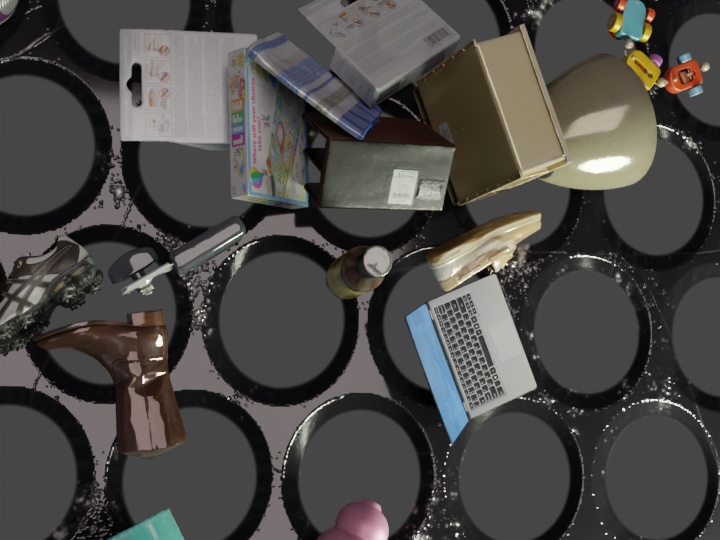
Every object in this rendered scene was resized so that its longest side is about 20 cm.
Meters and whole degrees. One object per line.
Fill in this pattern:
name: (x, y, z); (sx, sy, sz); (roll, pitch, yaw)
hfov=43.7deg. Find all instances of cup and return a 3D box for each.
cup: (0.316, -0.204, 1.332); (0.141, 0.200, 0.204); (-19, 89, -20)

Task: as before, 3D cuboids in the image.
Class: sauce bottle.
sauce bottle: (0.000, 0.000, 1.238); (0.063, 0.200, 0.066); (2, 82, -15)

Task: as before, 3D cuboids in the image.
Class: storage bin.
storage bin: (0.182, -0.215, 1.309); (0.092, 0.198, 0.204); (-20, 90, -27)

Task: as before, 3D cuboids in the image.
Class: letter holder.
letter holder: (0.015, -0.162, 1.313); (0.196, 0.142, 0.102); (0, 116, -23)

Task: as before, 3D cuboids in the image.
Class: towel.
towel: (-0.060, -0.261, 1.250); (0.199, 0.147, 0.024); (37, 114, -2)

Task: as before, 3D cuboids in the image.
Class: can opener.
can opener: (-0.254, -0.024, 1.251); (0.198, 0.053, 0.067); (-28, 91, -15)

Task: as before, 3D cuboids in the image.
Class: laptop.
laptop: (0.166, 0.123, 1.312); (0.197, 0.116, 0.191); (-21, 90, -15)

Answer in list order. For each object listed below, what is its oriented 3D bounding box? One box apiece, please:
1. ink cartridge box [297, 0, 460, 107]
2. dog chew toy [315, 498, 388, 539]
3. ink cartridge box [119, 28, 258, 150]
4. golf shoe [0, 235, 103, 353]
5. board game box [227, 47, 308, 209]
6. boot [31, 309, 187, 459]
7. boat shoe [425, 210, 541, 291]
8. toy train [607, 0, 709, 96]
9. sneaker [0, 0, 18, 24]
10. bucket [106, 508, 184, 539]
ink cartridge box: (0.026, -0.351, 1.331); (0.174, 0.044, 0.199); (45, 56, 12)
dog chew toy: (-0.024, 0.413, 1.237); (0.123, 0.124, 0.203); (29, 71, -10)
ink cartridge box: (-0.242, -0.257, 1.283); (0.196, 0.047, 0.164); (-1, 85, -12)
golf shoe: (-0.445, 0.034, 1.195); (0.199, 0.078, 0.095); (-35, 76, -17)
board game box: (-0.129, -0.196, 1.269); (0.133, 0.034, 0.205); (7, 80, -55)
boot: (-0.336, 0.165, 1.210); (0.183, 0.064, 0.205); (-8, 91, -16)
boat shoe: (0.193, -0.030, 1.362); (0.197, 0.074, 0.070); (-24, 102, -14)
toy train: (0.478, -0.365, 1.474); (0.148, 0.056, 0.203); (-26, 94, -17)
sneaker: (-0.541, -0.331, 1.209); (0.098, 0.075, 0.203); (26, 78, 9)
bucket: (-0.294, 0.402, 1.127); (0.204, 0.207, 0.137); (-25, 81, -15)
